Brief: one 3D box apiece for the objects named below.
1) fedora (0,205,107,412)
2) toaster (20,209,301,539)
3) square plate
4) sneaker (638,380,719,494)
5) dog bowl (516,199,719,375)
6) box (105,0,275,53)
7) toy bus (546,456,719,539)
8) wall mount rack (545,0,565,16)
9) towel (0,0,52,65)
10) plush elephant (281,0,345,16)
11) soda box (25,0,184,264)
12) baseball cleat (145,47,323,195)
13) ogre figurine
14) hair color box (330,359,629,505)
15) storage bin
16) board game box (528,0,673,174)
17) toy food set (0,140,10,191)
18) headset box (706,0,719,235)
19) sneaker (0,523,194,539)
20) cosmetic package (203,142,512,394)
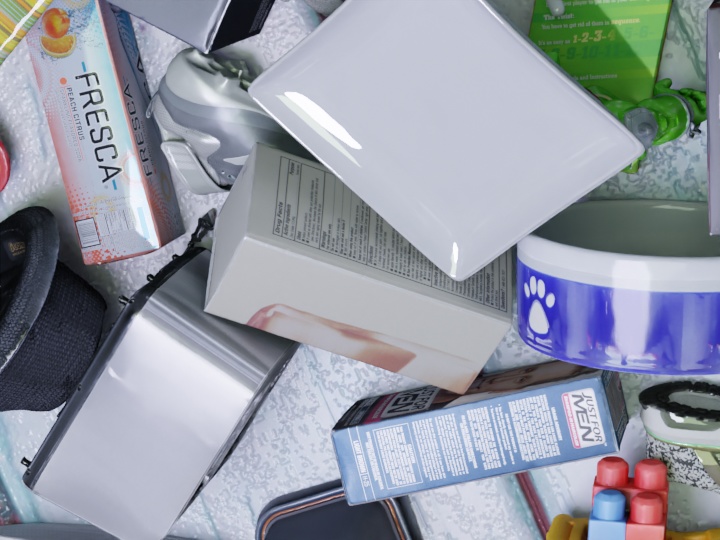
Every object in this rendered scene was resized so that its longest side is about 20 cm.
[{"bbox_3d":[-0.253,0.052,1.616,0.092,0.201,0.201,29,106,-25],"label":"fedora"},{"bbox_3d":[-0.134,0.082,1.575,0.119,0.181,0.200,33,106,2],"label":"toaster"},{"bbox_3d":[0.054,-0.103,1.411,0.200,0.028,0.198,42,136,-11],"label":"square plate"},{"bbox_3d":[0.291,0.142,1.561,0.200,0.077,0.089,15,116,14],"label":"sneaker"},{"bbox_3d":[0.205,0.008,1.479,0.200,0.200,0.079,3,103,11],"label":"dog bowl"},{"bbox_3d":[-0.161,-0.237,1.541,0.200,0.141,0.079,28,104,6],"label":"box"},{"bbox_3d":[0.215,0.233,1.550,0.200,0.136,0.192,7,102,9],"label":"toy bus"},{"bbox_3d":[0.051,-0.227,1.533,0.200,0.075,0.174,-31,94,16],"label":"wall mount rack"},{"bbox_3d":[-0.221,-0.233,1.475,0.086,0.018,0.200,42,108,-4],"label":"towel"},{"bbox_3d":[0.017,-0.220,1.429,0.200,0.165,0.155,32,108,13],"label":"plush elephant"},{"bbox_3d":[-0.190,-0.109,1.607,0.064,0.068,0.200,-11,98,13],"label":"soda box"},{"bbox_3d":[-0.064,-0.081,1.597,0.200,0.070,0.106,37,121,5],"label":"baseball cleat"},{"bbox_3d":[0.130,-0.101,1.491,0.200,0.120,0.098,19,104,8],"label":"ogre figurine"},{"bbox_3d":[0.088,0.112,1.573,0.200,0.100,0.061,-12,97,13],"label":"hair color box"},{"bbox_3d":[-0.002,0.266,1.602,0.145,0.134,0.200,-17,97,14],"label":"storage bin"},{"bbox_3d":[0.169,-0.176,1.543,0.095,0.030,0.200,12,105,9],"label":"board game box"},{"bbox_3d":[-0.363,-0.087,1.657,0.198,0.049,0.200,26,104,6],"label":"toy food set"},{"bbox_3d":[0.269,-0.107,1.445,0.075,0.200,0.149,0,101,11],"label":"headset box"},{"bbox_3d":[-0.195,0.259,1.672,0.200,0.074,0.116,8,98,9],"label":"sneaker"},{"bbox_3d":[0.000,0.000,1.527,0.200,0.103,0.087,20,133,-13],"label":"cosmetic package"}]
